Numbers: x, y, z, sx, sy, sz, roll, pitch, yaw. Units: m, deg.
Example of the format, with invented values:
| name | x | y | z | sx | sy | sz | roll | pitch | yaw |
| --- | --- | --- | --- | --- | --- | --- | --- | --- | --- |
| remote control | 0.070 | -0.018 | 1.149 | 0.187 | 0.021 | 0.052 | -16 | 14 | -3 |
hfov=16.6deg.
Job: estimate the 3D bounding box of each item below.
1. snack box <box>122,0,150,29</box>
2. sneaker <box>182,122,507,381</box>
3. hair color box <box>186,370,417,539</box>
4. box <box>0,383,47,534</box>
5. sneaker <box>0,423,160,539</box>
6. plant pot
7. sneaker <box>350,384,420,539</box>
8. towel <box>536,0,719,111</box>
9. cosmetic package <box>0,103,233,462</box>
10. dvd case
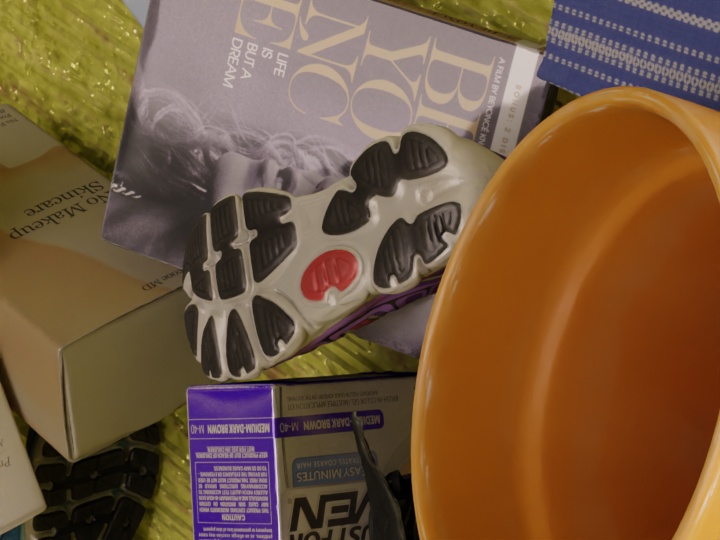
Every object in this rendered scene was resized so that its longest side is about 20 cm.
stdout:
| name | x | y | z | sx | sy | sz | roll | pitch | yaw |
| --- | --- | --- | --- | --- | --- | --- | --- | --- | --- |
| snack box | -0.035 | -0.186 | 1.151 | 0.200 | 0.053 | 0.142 | -52 | 57 | 23 |
| sneaker | 0.000 | 0.000 | 1.062 | 0.199 | 0.083 | 0.081 | -19 | 71 | 41 |
| hair color box | -0.016 | 0.149 | 1.108 | 0.065 | 0.109 | 0.202 | -3 | 89 | 44 |
| box | -0.259 | 0.042 | 1.206 | 0.152 | 0.106 | 0.201 | 4 | 116 | 58 |
| sneaker | -0.167 | 0.130 | 1.274 | 0.090 | 0.078 | 0.201 | 26 | 107 | 44 |
| plant pot | 0.146 | 0.053 | 0.885 | 0.200 | 0.182 | 0.202 | -35 | 49 | 52 |
| sneaker | 0.044 | 0.148 | 1.036 | 0.104 | 0.060 | 0.201 | 139 | 110 | -81 |
| towel | 0.140 | -0.151 | 0.918 | 0.144 | 0.024 | 0.201 | 24 | 107 | 46 |
| cosmetic package | -0.160 | 0.001 | 1.231 | 0.200 | 0.105 | 0.071 | 34 | 138 | 39 |
| dvd case | -0.017 | -0.053 | 1.108 | 0.199 | 0.016 | 0.150 | 20 | 106 | 21 |
